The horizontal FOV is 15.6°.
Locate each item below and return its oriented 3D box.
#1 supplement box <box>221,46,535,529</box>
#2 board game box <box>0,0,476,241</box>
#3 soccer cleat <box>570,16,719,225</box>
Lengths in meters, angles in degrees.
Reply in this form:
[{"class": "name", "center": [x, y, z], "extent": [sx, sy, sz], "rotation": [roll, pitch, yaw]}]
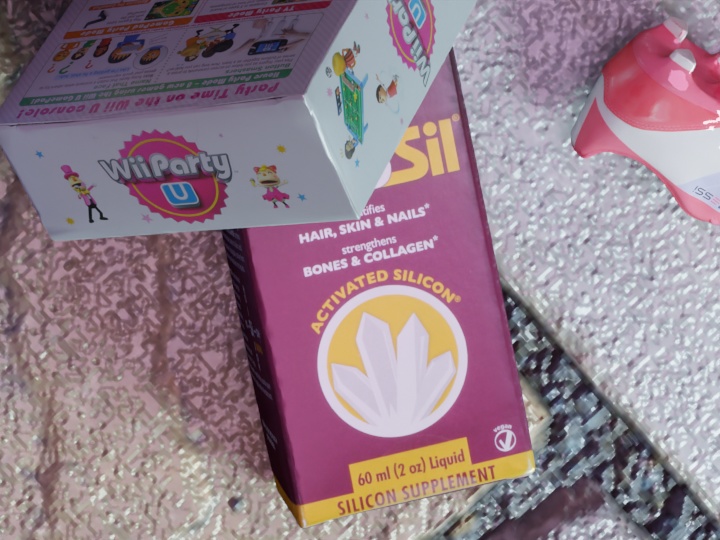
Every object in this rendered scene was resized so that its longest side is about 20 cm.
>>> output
[{"class": "supplement box", "center": [0.000, 0.000, 1.165], "extent": [0.110, 0.086, 0.201], "rotation": [-13, 99, -8]}, {"class": "board game box", "center": [-0.039, -0.103, 1.065], "extent": [0.147, 0.200, 0.064], "rotation": [-3, 129, 30]}, {"class": "soccer cleat", "center": [0.192, -0.042, 1.214], "extent": [0.200, 0.067, 0.077], "rotation": [30, 122, -18]}]
